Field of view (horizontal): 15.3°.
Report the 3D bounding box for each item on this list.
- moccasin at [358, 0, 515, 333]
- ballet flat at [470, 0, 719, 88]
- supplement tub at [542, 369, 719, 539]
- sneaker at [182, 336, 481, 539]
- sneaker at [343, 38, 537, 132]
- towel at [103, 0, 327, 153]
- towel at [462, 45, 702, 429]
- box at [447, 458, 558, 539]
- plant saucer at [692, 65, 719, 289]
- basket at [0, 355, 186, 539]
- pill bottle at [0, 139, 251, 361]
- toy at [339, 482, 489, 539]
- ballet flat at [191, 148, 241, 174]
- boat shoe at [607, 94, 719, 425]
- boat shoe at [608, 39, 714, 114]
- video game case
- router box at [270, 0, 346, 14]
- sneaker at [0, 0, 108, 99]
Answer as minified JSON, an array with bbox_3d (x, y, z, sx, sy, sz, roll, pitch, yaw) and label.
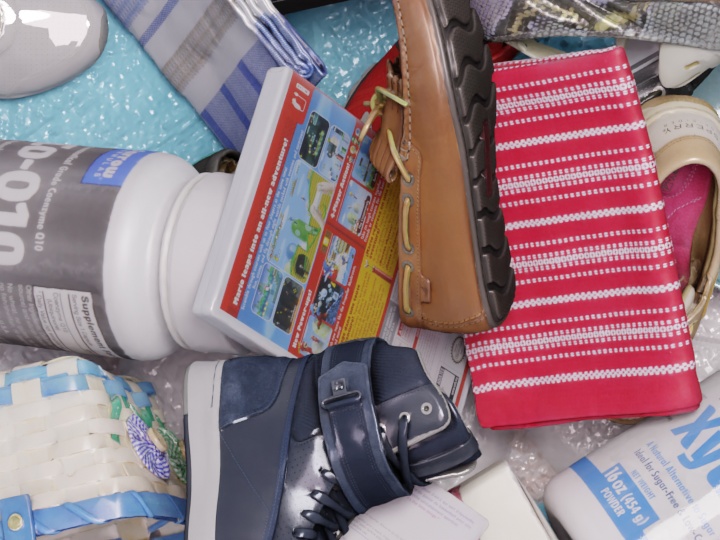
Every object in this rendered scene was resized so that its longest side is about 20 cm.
[{"bbox_3d":[0.033,-0.065,1.406,0.077,0.074,0.202,0,114,20],"label":"moccasin"},{"bbox_3d":[0.148,-0.132,1.410,0.199,0.072,0.072,8,88,17],"label":"ballet flat"},{"bbox_3d":[0.212,0.120,1.453,0.200,0.132,0.132,-33,87,-3],"label":"supplement tub"},{"bbox_3d":[-0.011,0.125,1.325,0.145,0.077,0.203,-9,62,9],"label":"sneaker"},{"bbox_3d":[0.045,-0.116,1.497,0.077,0.085,0.200,33,88,5],"label":"sneaker"},{"bbox_3d":[-0.106,-0.156,1.479,0.024,0.147,0.200,-38,88,-27],"label":"towel"},{"bbox_3d":[0.101,-0.014,1.432,0.144,0.022,0.201,-5,104,36],"label":"towel"},{"bbox_3d":[0.023,0.198,1.462,0.199,0.128,0.109,-31,85,0],"label":"box"},{"bbox_3d":[0.245,-0.078,1.511,0.199,0.036,0.201,0,87,4],"label":"plant saucer"},{"bbox_3d":[-0.154,0.153,1.448,0.138,0.176,0.201,-10,79,12],"label":"basket"},{"bbox_3d":[-0.147,-0.011,1.457,0.199,0.114,0.114,5,87,22],"label":"pill bottle"},{"bbox_3d":[-0.036,0.181,1.374,0.115,0.047,0.200,34,74,21],"label":"toy"},{"bbox_3d":[-0.023,0.006,1.495,0.200,0.068,0.068,39,129,3],"label":"ballet flat"},{"bbox_3d":[0.156,0.006,1.456,0.073,0.069,0.201,4,120,-6],"label":"boat shoe"},{"bbox_3d":[0.146,-0.094,1.472,0.199,0.069,0.057,-30,88,9],"label":"boat shoe"},{"bbox_3d":[0.000,0.000,1.442,0.017,0.200,0.144,-2,63,43],"label":"video game case"},{"bbox_3d":[0.029,-0.233,1.483,0.199,0.052,0.158,-12,54,1],"label":"router box"},{"bbox_3d":[-0.243,-0.138,1.513,0.199,0.080,0.071,3,86,1],"label":"sneaker"}]
